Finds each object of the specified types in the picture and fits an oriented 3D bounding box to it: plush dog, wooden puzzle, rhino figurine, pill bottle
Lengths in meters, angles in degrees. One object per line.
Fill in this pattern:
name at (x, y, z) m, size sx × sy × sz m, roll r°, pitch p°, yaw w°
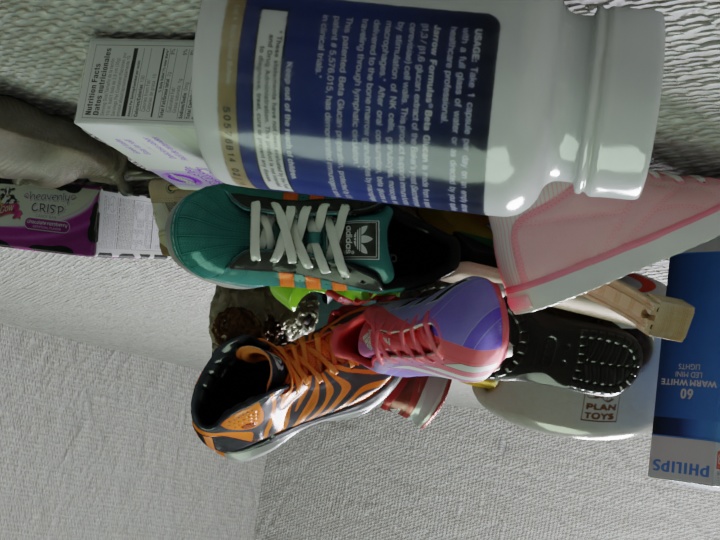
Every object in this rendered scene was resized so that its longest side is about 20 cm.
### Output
plush dog at (-0.085, 0.012, 0.922) m, size 0.157 × 0.175 × 0.200 m, roll 5°, pitch 170°, yaw 19°
wooden puzzle at (0.119, -0.015, 0.857) m, size 0.182 × 0.038 × 0.200 m, roll 13°, pitch -167°, yaw -20°
rhino figurine at (-0.244, -0.093, 0.817) m, size 0.197 × 0.061 × 0.087 m, roll 14°, pitch 171°, yaw -32°
pill bottle at (0.032, -0.084, 0.483) m, size 0.196 × 0.113 × 0.111 m, roll 7°, pitch 170°, yaw 9°

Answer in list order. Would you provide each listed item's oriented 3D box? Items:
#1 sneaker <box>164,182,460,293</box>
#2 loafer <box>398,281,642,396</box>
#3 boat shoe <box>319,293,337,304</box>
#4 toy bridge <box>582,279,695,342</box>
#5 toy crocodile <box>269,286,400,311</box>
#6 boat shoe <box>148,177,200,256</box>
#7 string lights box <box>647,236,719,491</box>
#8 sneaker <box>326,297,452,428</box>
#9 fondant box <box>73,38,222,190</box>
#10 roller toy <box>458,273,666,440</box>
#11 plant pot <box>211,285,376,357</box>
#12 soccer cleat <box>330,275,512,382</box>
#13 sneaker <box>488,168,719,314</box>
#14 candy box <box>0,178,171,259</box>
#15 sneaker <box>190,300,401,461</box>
sneaker at (-0.023, -0.022, 0.679) m, size 0.197 × 0.073 × 0.079 m, roll 4°, pitch 174°, yaw -33°
loafer at (0.123, 0.049, 0.848) m, size 0.197 × 0.074 × 0.071 m, roll 19°, pitch -166°, yaw -6°
boat shoe at (-0.039, 0.001, 1.085) m, size 0.195 × 0.067 × 0.075 m, roll 11°, pitch 149°, yaw 0°
toy bridge at (0.158, -0.007, 0.778) m, size 0.066 × 0.028 × 0.200 m, roll 11°, pitch -161°, yaw -25°
toy crocodile at (0.000, 0.000, 0.845) m, size 0.067 × 0.063 × 0.199 m, roll 30°, pitch -166°, yaw 23°
boat shoe at (-0.061, -0.065, 0.778) m, size 0.196 × 0.066 × 0.072 m, roll -14°, pitch -176°, yaw 11°
string lights box at (0.287, 0.071, 0.846) m, size 0.102 × 0.204 × 0.058 m, roll 17°, pitch 167°, yaw -42°
sneaker at (0.038, 0.028, 0.935) m, size 0.114 × 0.202 × 0.079 m, roll 24°, pitch 141°, yaw -7°
fondant box at (-0.056, -0.091, 0.671) m, size 0.196 × 0.059 × 0.144 m, roll 6°, pitch 170°, yaw 19°
roller toy at (0.193, 0.074, 0.975) m, size 0.180 × 0.143 × 0.198 m, roll 14°, pitch -166°, yaw 36°
plant pot at (-0.052, 0.050, 1.219) m, size 0.198 × 0.144 × 0.140 m, roll -13°, pitch 158°, yaw 40°
soccer cleat at (0.039, 0.044, 0.720) m, size 0.075 × 0.068 × 0.200 m, roll -5°, pitch 176°, yaw -17°
sneaker at (0.168, -0.052, 0.691) m, size 0.197 × 0.106 × 0.075 m, roll -20°, pitch 176°, yaw -20°
candy box at (-0.255, -0.046, 0.970) m, size 0.134 × 0.062 × 0.200 m, roll 6°, pitch -179°, yaw 12°
sneaker at (-0.041, 0.077, 0.821) m, size 0.198 × 0.078 × 0.112 m, roll -33°, pitch 157°, yaw -6°
